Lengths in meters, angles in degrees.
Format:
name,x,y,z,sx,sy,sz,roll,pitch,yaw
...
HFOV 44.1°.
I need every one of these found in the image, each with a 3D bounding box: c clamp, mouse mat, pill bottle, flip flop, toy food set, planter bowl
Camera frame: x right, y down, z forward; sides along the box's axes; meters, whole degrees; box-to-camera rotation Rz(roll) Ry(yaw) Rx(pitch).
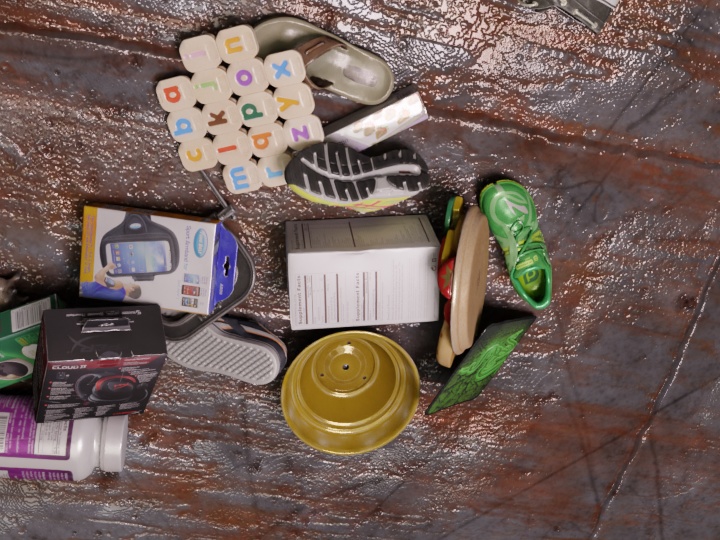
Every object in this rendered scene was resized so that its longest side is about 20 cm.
name,x,y,z,sx,sy,sz,roll,pitch,yaw
c clamp,-0.228,-0.010,1.180,0.199,0.027,0.171,-40,94,9
mouse mat,0.173,0.131,1.252,0.008,0.199,0.162,41,110,22
pill bottle,-0.427,0.232,1.235,0.196,0.113,0.114,5,114,-10
flip flop,-0.050,-0.252,1.091,0.197,0.058,0.082,18,111,-14
toy food set,0.132,0.011,1.162,0.048,0.200,0.201,6,147,15
planter bowl,-0.017,0.156,1.273,0.197,0.084,0.204,-3,115,-6

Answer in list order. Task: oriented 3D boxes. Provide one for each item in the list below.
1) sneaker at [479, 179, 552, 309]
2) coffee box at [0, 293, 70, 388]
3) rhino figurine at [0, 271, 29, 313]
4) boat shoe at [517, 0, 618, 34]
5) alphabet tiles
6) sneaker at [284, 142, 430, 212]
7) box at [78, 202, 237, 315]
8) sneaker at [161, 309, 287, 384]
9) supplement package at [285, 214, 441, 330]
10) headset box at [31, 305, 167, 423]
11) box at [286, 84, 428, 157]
name,x,y,z,sx,sy,sz,roll,pitch,yaw
sneaker,0.224,-0.035,1.218,0.073,0.084,0.202,-25,115,5
coffee box,-0.465,0.103,1.175,0.197,0.045,0.123,-20,151,2
rhino figurine,-0.516,0.034,1.159,0.196,0.060,0.089,5,117,-12
boat shoe,0.224,-0.346,1.080,0.197,0.071,0.064,19,110,-18
alphabet tiles,-0.148,-0.196,1.097,0.192,0.015,0.203,-10,115,15
sneaker,-0.011,-0.106,1.131,0.197,0.079,0.090,1,159,-30
box,-0.260,-0.014,1.147,0.196,0.041,0.121,8,101,5
sneaker,-0.195,0.100,1.231,0.197,0.079,0.080,21,105,10
supplement package,0.000,0.000,1.186,0.196,0.114,0.111,-3,115,-5
headset box,-0.337,0.117,1.145,0.146,0.076,0.201,-2,149,-26
box,-0.010,-0.176,1.144,0.198,0.042,0.039,-26,116,3
